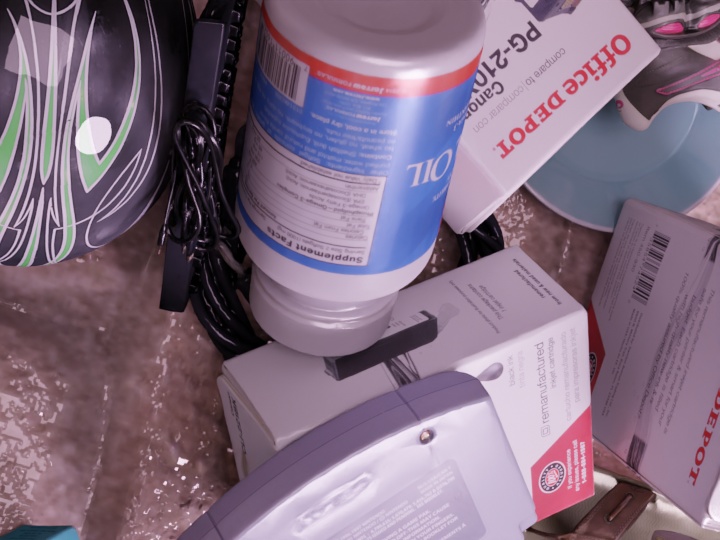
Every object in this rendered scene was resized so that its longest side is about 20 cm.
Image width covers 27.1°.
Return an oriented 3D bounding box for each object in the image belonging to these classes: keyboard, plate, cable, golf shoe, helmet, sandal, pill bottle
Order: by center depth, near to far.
[{"bbox_3d":[-0.071,-0.054,0.765,0.039,0.201,0.105,15,44,3],"label":"keyboard"},{"bbox_3d":[-0.172,-0.102,0.768,0.197,0.200,0.193,2,75,-20],"label":"helmet"},{"bbox_3d":[-0.007,-0.056,0.774,0.111,0.113,0.202,-6,134,-19],"label":"pill bottle"},{"bbox_3d":[0.000,0.000,0.898,0.198,0.051,0.166,12,89,-21],"label":"cable"},{"bbox_3d":[0.241,-0.150,0.952,0.197,0.077,0.089,-12,116,-17],"label":"golf shoe"},{"bbox_3d":[0.166,0.168,0.961,0.198,0.057,0.081,12,88,-20],"label":"sandal"},{"bbox_3d":[0.165,-0.125,0.966,0.197,0.026,0.203,-1,93,-21],"label":"plate"}]

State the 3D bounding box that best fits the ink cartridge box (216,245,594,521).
[{"bbox_3d":[0.031,0.094,0.869,0.198,0.084,0.146,-21,126,-17],"label":"ink cartridge box"}]

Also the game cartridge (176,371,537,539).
[{"bbox_3d":[-0.005,0.142,0.802,0.199,0.041,0.134,-31,131,-9],"label":"game cartridge"}]

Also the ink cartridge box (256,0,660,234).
[{"bbox_3d":[0.052,-0.146,0.861,0.145,0.084,0.200,-42,91,-21],"label":"ink cartridge box"}]

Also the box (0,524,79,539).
[{"bbox_3d":[-0.225,0.210,0.778,0.199,0.049,0.083,-26,103,-48],"label":"box"}]

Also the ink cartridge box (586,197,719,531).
[{"bbox_3d":[0.210,0.054,0.884,0.082,0.200,0.149,15,100,-20],"label":"ink cartridge box"}]
